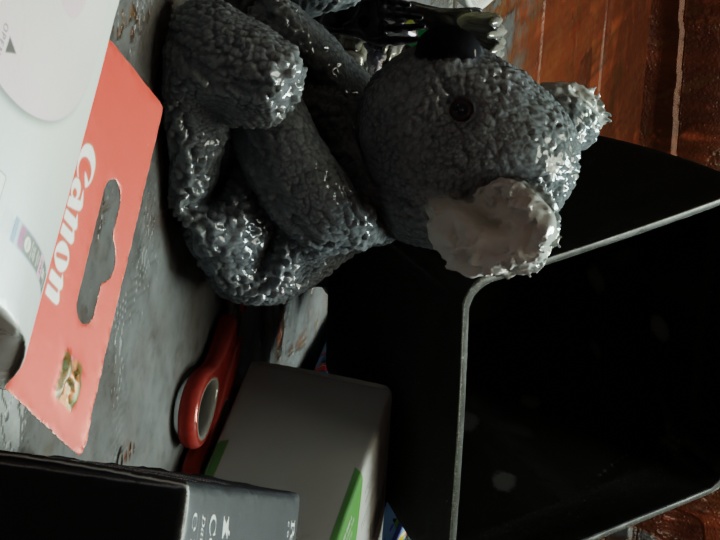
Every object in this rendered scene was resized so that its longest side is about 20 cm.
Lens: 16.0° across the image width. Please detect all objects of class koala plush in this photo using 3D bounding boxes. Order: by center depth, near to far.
[{"bbox_3d":[0.018,-0.061,1.268,0.178,0.199,0.185,-64,158,-59],"label":"koala plush"}]

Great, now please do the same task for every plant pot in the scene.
[{"bbox_3d":[0.083,0.025,1.421,0.199,0.177,0.201,-18,128,-29],"label":"plant pot"}]

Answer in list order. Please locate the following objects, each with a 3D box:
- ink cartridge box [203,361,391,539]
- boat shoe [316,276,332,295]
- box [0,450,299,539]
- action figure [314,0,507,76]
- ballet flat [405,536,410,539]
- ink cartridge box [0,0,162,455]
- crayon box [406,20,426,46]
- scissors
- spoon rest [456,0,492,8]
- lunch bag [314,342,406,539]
[{"bbox_3d":[-0.041,0.175,1.375,0.146,0.084,0.201,-68,166,-50],"label":"ink cartridge box"},{"bbox_3d":[0.002,0.001,1.536,0.199,0.074,0.067,35,73,-73],"label":"boat shoe"},{"bbox_3d":[-0.111,0.173,0.977,0.197,0.123,0.201,32,66,-79],"label":"box"},{"bbox_3d":[0.022,-0.109,1.504,0.200,0.102,0.120,-5,116,-78],"label":"action figure"},{"bbox_3d":[0.054,0.162,1.650,0.072,0.068,0.200,-47,-179,-23],"label":"ballet flat"},{"bbox_3d":[-0.111,-0.042,0.935,0.200,0.057,0.164,47,49,-53],"label":"ink cartridge box"},{"bbox_3d":[0.052,-0.083,1.765,0.200,0.058,0.120,69,30,-66],"label":"crayon box"},{"bbox_3d":[-0.069,0.031,1.368,0.073,0.014,0.201,83,17,-47],"label":"scissors"},{"bbox_3d":[0.099,-0.248,1.896,0.200,0.060,0.100,-46,141,-72],"label":"spoon rest"},{"bbox_3d":[-0.001,0.153,1.610,0.151,0.093,0.201,-66,169,-62],"label":"lunch bag"}]
